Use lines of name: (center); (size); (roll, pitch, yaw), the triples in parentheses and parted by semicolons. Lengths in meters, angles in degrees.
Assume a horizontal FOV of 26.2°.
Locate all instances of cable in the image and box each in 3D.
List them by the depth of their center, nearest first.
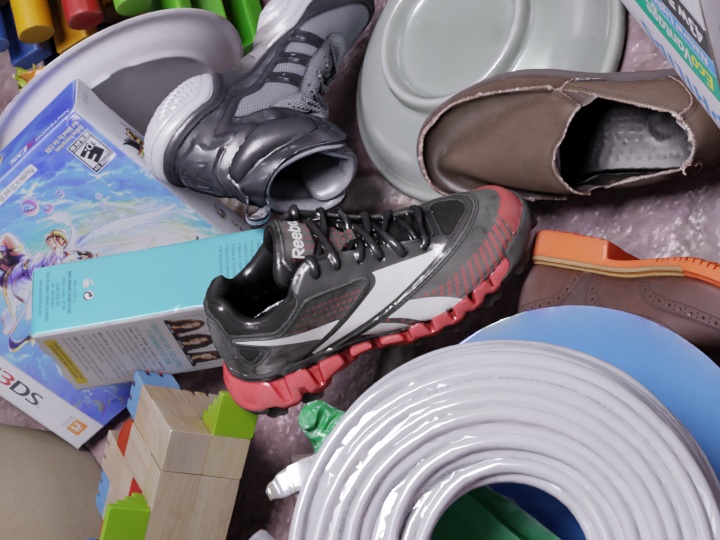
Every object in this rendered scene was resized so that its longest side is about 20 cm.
cable: (0.065, 0.129, 0.682); (0.199, 0.069, 0.201); (-38, 77, 2)

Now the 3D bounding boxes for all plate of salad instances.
plate of salad: (-0.170, -0.112, 1.047); (0.200, 0.200, 0.048); (-42, 70, 16)

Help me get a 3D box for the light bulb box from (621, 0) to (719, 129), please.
light bulb box: (0.220, -0.209, 0.793); (0.199, 0.125, 0.199); (-30, 52, 3)

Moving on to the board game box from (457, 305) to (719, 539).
board game box: (0.107, 0.120, 0.783); (0.156, 0.039, 0.203); (3, 85, 13)

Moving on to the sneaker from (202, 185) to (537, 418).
sneaker: (0.000, 0.000, 0.849); (0.199, 0.098, 0.071); (-28, 38, 5)

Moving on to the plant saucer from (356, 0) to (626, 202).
plant saucer: (0.068, -0.141, 0.968); (0.198, 0.050, 0.202); (-16, 62, 33)

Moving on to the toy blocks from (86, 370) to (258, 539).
toy blocks: (-0.127, 0.146, 0.961); (0.137, 0.099, 0.202); (-140, 62, -64)

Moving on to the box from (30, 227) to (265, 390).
box: (-0.096, 0.021, 0.954); (0.197, 0.083, 0.050); (-10, 61, 6)

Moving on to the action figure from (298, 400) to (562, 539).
action figure: (0.043, 0.135, 0.746); (0.200, 0.055, 0.118); (45, 97, 8)

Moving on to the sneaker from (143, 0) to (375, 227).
sneaker: (-0.033, -0.103, 0.968); (0.113, 0.076, 0.200); (34, 61, 23)

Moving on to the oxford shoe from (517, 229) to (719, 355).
oxford shoe: (0.162, 0.031, 0.807); (0.199, 0.071, 0.073); (14, 83, 52)

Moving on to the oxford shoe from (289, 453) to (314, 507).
oxford shoe: (0.036, 0.093, 0.864); (0.199, 0.071, 0.074); (-31, 69, 25)

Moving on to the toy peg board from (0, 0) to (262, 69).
toy peg board: (-0.176, -0.185, 1.097); (0.198, 0.199, 0.099); (-26, 71, 27)

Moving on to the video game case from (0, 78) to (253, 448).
video game case: (-0.186, 0.003, 1.017); (0.200, 0.181, 0.046); (-40, 32, 18)

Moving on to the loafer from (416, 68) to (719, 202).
loafer: (0.112, -0.077, 0.864); (0.198, 0.071, 0.074); (-8, 102, 31)

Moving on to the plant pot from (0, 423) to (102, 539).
plant pot: (-0.299, 0.171, 1.022); (0.186, 0.199, 0.189); (-17, 60, 32)
